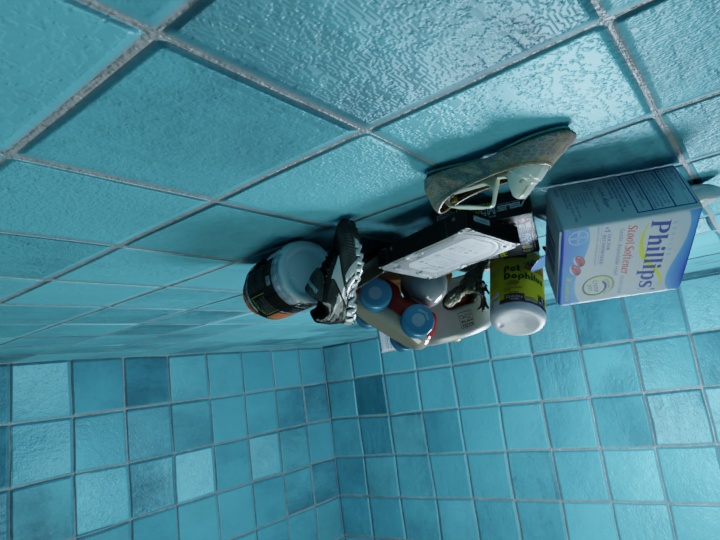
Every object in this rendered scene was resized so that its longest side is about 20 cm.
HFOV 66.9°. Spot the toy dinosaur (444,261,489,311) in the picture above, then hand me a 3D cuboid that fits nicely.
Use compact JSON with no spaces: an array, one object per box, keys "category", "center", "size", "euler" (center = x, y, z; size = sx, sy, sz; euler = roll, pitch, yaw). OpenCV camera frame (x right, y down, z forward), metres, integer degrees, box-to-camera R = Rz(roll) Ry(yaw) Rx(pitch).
[{"category":"toy dinosaur","center":[0.240,0.028,1.125],"size":[0.047,0.088,0.200],"euler":[-10,-152,42]}]

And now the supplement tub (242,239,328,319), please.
[{"category":"supplement tub","center":[-0.144,0.025,1.035],"size":[0.122,0.123,0.200],"euler":[0,167,-34]}]

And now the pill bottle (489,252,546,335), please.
[{"category":"pill bottle","center":[0.322,0.025,1.125],"size":[0.109,0.201,0.109],"euler":[6,143,5]}]

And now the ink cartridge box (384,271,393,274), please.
[{"category":"ink cartridge box","center":[0.079,0.007,1.300],"size":[0.176,0.045,0.199],"euler":[-18,165,42]}]

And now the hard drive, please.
[{"category":"hard drive","center":[0.142,-0.036,0.906],"size":[0.139,0.038,0.200],"euler":[11,156,-39]}]

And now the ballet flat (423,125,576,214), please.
[{"category":"ballet flat","center":[0.176,-0.116,0.688],"size":[0.199,0.068,0.068],"euler":[-16,167,34]}]

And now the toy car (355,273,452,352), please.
[{"category":"toy car","center":[0.098,0.038,1.095],"size":[0.176,0.200,0.184],"euler":[32,162,7]}]

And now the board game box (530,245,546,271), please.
[{"category":"board game box","center":[0.395,-0.074,1.031],"size":[0.200,0.039,0.158],"euler":[-41,162,21]}]

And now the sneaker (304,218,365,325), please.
[{"category":"sneaker","center":[-0.047,0.011,0.907],"size":[0.090,0.201,0.066],"euler":[-7,-149,-23]}]

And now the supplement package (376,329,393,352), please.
[{"category":"supplement package","center":[0.185,0.305,2.605],"size":[0.199,0.148,0.191],"euler":[-8,169,-1]}]

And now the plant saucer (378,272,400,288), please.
[{"category":"plant saucer","center":[0.031,0.041,1.240],"size":[0.199,0.033,0.200],"euler":[-7,169,-1]}]

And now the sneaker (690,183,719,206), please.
[{"category":"sneaker","center":[0.558,-0.085,0.994],"size":[0.078,0.100,0.200],"euler":[0,158,-39]}]

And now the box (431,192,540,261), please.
[{"category":"box","center":[0.227,-0.068,0.960],"size":[0.159,0.045,0.200],"euler":[-12,160,18]}]

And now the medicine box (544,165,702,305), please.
[{"category":"medicine box","center":[0.410,-0.051,0.880],"size":[0.199,0.103,0.183],"euler":[-9,135,10]}]

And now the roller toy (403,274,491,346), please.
[{"category":"roller toy","center":[0.197,0.094,1.232],"size":[0.182,0.140,0.200],"euler":[-18,177,30]}]

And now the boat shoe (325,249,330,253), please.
[{"category":"boat shoe","center":[-0.088,0.003,1.131],"size":[0.068,0.057,0.200],"euler":[0,167,-32]}]

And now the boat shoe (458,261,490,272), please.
[{"category":"boat shoe","center":[0.314,-0.034,1.261],"size":[0.199,0.057,0.067],"euler":[-3,-156,-3]}]

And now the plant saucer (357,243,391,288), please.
[{"category":"plant saucer","center":[0.000,0.000,1.060],"size":[0.200,0.032,0.200],"euler":[-33,-173,4]}]
